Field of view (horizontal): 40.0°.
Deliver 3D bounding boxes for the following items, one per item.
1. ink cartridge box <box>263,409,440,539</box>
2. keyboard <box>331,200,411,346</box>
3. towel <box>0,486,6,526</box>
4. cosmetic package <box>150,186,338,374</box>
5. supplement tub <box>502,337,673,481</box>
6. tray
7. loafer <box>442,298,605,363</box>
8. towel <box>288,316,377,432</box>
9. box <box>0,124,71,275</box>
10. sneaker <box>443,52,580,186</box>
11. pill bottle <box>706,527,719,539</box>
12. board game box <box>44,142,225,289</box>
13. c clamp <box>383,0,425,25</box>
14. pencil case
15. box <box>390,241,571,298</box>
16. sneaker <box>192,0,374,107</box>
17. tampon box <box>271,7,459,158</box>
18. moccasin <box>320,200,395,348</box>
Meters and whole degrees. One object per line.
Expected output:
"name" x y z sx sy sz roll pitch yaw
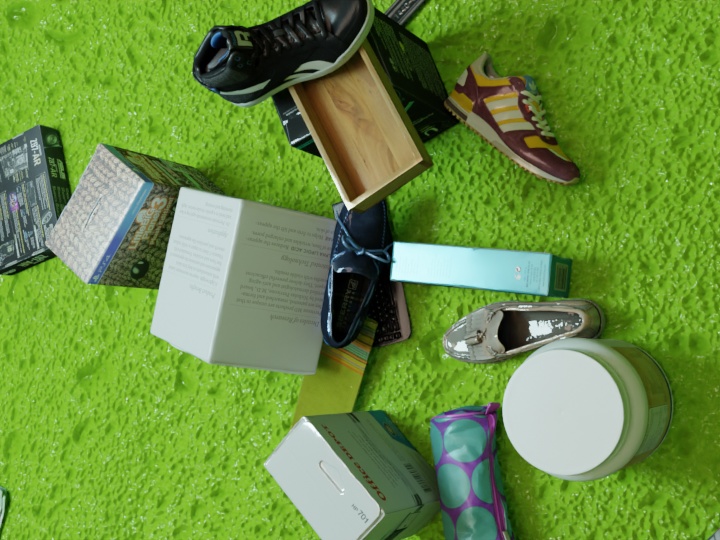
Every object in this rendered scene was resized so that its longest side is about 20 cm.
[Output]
"ink cartridge box" 0.002 0.246 1.168 0.086 0.200 0.146 -49 66 16
"keyboard" -0.003 0.002 1.282 0.104 0.040 0.200 -18 77 25
"towel" -0.644 0.429 1.603 0.152 0.023 0.201 14 93 29
"cosmetic package" -0.144 0.012 1.260 0.165 0.165 0.201 17 95 52
"supplement tub" 0.241 0.144 1.047 0.144 0.200 0.145 -3 85 28
"tray" -0.009 -0.173 1.075 0.099 0.037 0.200 -33 71 21
"loafer" 0.183 0.067 1.162 0.200 0.063 0.072 -12 81 27
"towel" -0.038 0.143 1.284 0.086 0.018 0.200 23 107 28
"box" -0.535 -0.110 1.576 0.160 0.044 0.200 -20 77 25
"sneaker" 0.192 -0.180 1.172 0.200 0.075 0.090 41 108 23
"pill bottle" 0.355 0.360 1.018 0.200 0.114 0.114 -49 66 16
"board game box" -0.297 -0.066 1.355 0.097 0.200 0.160 38 104 25
"c clamp" 0.028 -0.401 1.309 0.171 0.027 0.200 44 105 19
"pencil case" 0.136 0.260 1.160 0.092 0.085 0.201 -17 78 42
"box" 0.142 -0.001 1.179 0.200 0.082 0.049 5 89 29
"sneaker" -0.088 -0.238 1.037 0.200 0.112 0.073 -29 75 23
"tampon box" 0.001 -0.218 1.206 0.150 0.200 0.127 -27 74 22
"moccasin" 0.000 0.000 1.204 0.080 0.068 0.201 7 95 -6
